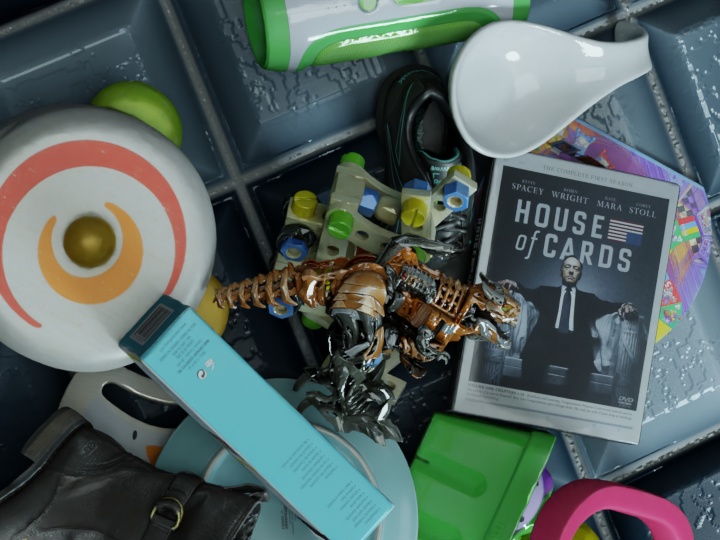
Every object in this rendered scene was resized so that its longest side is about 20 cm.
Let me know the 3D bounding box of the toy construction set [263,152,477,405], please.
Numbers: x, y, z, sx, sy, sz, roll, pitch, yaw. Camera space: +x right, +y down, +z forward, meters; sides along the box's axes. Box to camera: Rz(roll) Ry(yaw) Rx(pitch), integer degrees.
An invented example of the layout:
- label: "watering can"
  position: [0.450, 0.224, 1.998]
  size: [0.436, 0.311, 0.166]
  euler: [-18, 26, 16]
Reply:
- label: "toy construction set"
  position: [0.000, 0.000, 1.567]
  size: [0.131, 0.092, 0.200]
  euler: [12, 122, -3]

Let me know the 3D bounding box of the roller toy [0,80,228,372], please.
- label: "roller toy"
  position: [-0.196, -0.022, 1.511]
  size: [0.182, 0.140, 0.201]
  euler: [-13, 99, -12]

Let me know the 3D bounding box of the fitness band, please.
- label: "fitness band"
  position: [0.182, 0.229, 1.593]
  size: [0.200, 0.037, 0.144]
  euler: [21, 80, -49]

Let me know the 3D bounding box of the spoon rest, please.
- label: "spoon rest"
  position: [0.144, -0.145, 1.590]
  size: [0.200, 0.061, 0.100]
  euler: [-21, 107, -35]

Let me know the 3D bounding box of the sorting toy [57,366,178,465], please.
- label: "sorting toy"
  position: [-0.157, 0.161, 1.563]
  size: [0.199, 0.107, 0.181]
  euler: [10, 84, -15]

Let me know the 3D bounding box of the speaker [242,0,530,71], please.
- label: "speaker"
  position: [0.019, -0.198, 1.578]
  size: [0.199, 0.088, 0.089]
  euler: [-11, 97, -13]

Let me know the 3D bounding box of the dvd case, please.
- label: "dvd case"
  position: [0.152, 0.019, 1.611]
  size: [0.150, 0.025, 0.201]
  euler: [11, 86, -13]

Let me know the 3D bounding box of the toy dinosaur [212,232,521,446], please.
- label: "toy dinosaur"
  position: [0.005, 0.034, 1.497]
  size: [0.199, 0.102, 0.136]
  euler: [15, 108, 16]

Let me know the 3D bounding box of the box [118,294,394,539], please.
- label: "box"
  position: [-0.071, 0.104, 1.455]
  size: [0.200, 0.082, 0.049]
  euler: [45, 82, -16]

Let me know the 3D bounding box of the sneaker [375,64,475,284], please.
- label: "sneaker"
  position: [0.049, -0.051, 1.603]
  size: [0.075, 0.079, 0.201]
  euler: [-11, 99, -13]

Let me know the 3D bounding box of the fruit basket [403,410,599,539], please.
- label: "fruit basket"
  position: [0.112, 0.218, 1.617]
  size: [0.215, 0.156, 0.216]
  euler: [0, 87, 2]

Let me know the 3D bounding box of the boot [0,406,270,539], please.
- label: "boot"
  position: [-0.175, 0.198, 1.463]
  size: [0.174, 0.069, 0.200]
  euler: [27, 72, 17]

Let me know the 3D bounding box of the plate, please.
- label: "plate"
  position: [-0.053, 0.175, 1.526]
  size: [0.200, 0.026, 0.201]
  euler: [2, 80, -12]

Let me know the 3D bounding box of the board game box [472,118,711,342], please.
- label: "board game box"
  position: [0.182, -0.022, 1.657]
  size: [0.200, 0.039, 0.158]
  euler: [27, 88, -14]
